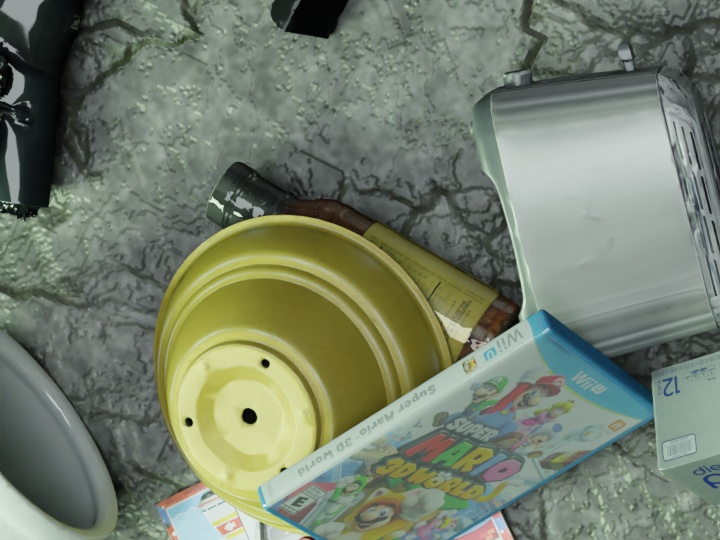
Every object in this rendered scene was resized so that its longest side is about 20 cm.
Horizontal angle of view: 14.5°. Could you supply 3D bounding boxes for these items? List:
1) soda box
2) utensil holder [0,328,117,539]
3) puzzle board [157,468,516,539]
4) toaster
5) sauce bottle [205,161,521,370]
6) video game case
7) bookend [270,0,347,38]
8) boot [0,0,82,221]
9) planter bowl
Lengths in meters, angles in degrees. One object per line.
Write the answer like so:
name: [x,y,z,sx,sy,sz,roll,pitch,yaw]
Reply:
soda box: [0.266,0.071,1.588,0.199,0.068,0.064,-19,58,30]
utensil holder: [-0.276,0.149,1.725,0.200,0.170,0.170,-38,82,15]
puzzle board: [-0.011,0.170,1.732,0.199,0.017,0.152,-27,85,13]
toaster: [0.147,-0.027,1.638,0.128,0.114,0.201,-13,94,12]
sauce bottle: [0.000,0.000,1.703,0.199,0.066,0.066,31,98,14]
video game case: [0.058,0.103,1.630,0.199,0.143,0.018,-33,54,17]
bookend: [-0.068,-0.274,1.698,0.198,0.092,0.201,29,99,13]
boot: [-0.273,-0.128,1.760,0.199,0.076,0.169,15,91,7]
planter bowl: [-0.050,0.075,1.663,0.199,0.083,0.202,7,108,21]
